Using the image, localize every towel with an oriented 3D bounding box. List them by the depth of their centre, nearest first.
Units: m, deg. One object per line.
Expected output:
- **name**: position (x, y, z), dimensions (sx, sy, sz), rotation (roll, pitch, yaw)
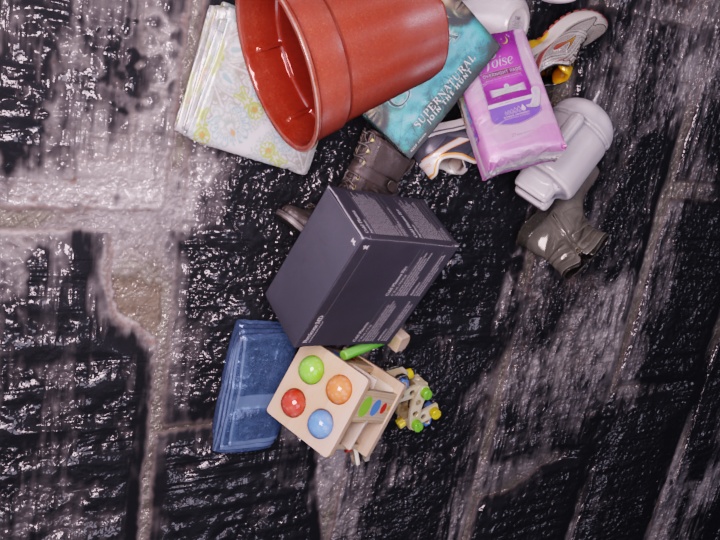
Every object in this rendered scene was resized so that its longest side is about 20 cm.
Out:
- **towel**: position (-0.127, -0.231, 0.995), dimensions (0.198, 0.048, 0.173), rotation (13, 105, -35)
- **towel**: position (-0.154, 0.174, 1.142), dimensions (0.111, 0.048, 0.202), rotation (3, 107, -34)

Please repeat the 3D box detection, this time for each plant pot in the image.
- **plant pot**: position (-0.015, -0.266, 0.893), dimensions (0.194, 0.200, 0.203), rotation (-24, 121, -21)

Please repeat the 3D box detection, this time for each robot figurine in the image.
- **robot figurine**: position (0.334, -0.198, 1.258), dimensions (0.201, 0.113, 0.170), rotation (-52, 167, -4)

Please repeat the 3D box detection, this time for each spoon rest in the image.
- **spoon rest**: position (0.183, -0.373, 1.135), dimensions (0.199, 0.060, 0.101), rotation (-6, 114, -45)

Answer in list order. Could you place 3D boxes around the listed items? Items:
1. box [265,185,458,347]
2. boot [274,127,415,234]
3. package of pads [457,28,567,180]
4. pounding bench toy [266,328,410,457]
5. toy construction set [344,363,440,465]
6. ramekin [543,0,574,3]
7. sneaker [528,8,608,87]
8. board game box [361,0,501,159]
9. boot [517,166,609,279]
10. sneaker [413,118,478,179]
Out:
- **box**: position (0.000, 0.000, 1.058), dimensions (0.181, 0.104, 0.201), rotation (3, 132, -43)
- **boot**: position (-0.019, -0.121, 1.100), dimensions (0.199, 0.069, 0.176), rotation (15, 100, -46)
- **package of pads**: position (0.205, -0.238, 1.100), dimensions (0.119, 0.076, 0.202), rotation (-14, 75, -5)
- **pounding bench toy**: position (-0.019, 0.156, 1.139), dimensions (0.202, 0.124, 0.156), rotation (-61, 151, 2)
- **toy construction set**: position (0.042, 0.231, 1.270), dimensions (0.199, 0.092, 0.133), rotation (-21, 120, -37)
- **ramekin**: position (0.262, -0.486, 1.096), dimensions (0.200, 0.094, 0.205), rotation (-9, 107, -30)
- **sneaker**: position (0.310, -0.330, 1.197), dimensions (0.199, 0.082, 0.078), rotation (-36, 157, -11)
- **board game box**: position (0.081, -0.271, 1.032), dimensions (0.135, 0.028, 0.201), rotation (39, 90, -26)
- **boot**: position (0.376, -0.083, 1.315), dimensions (0.200, 0.130, 0.068), rotation (-49, 144, -3)
- **sneaker**: position (0.170, -0.193, 1.167), dimensions (0.198, 0.078, 0.080), rotation (-20, 83, -16)
